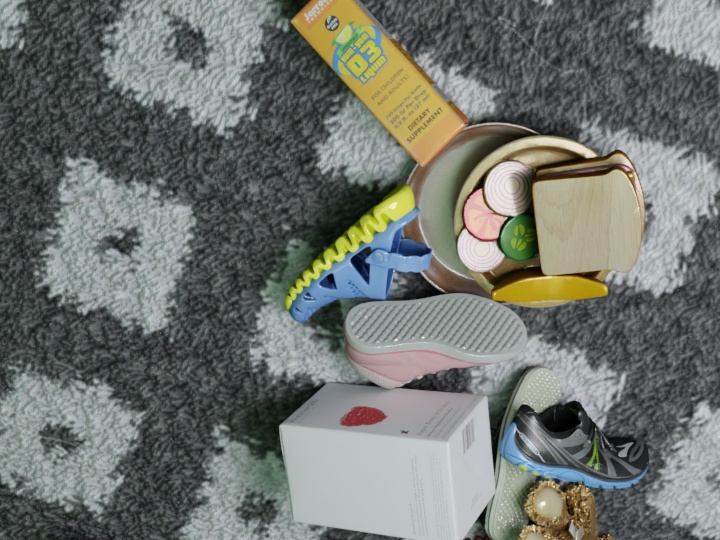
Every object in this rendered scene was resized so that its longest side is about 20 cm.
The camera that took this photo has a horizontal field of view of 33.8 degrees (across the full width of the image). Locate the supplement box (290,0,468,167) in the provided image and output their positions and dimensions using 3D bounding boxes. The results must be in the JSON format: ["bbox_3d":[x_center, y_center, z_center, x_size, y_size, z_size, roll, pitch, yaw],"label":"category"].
[{"bbox_3d":[0.020,-0.201,1.202,0.066,0.069,0.200,-43,89,14],"label":"supplement box"}]

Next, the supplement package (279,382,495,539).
[{"bbox_3d":[0.030,0.204,1.281,0.198,0.121,0.121,2,109,26],"label":"supplement package"}]

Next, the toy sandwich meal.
[{"bbox_3d":[0.196,-0.044,1.224,0.203,0.070,0.207,1,108,2],"label":"toy sandwich meal"}]

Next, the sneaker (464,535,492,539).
[{"bbox_3d":[0.112,0.381,1.400,0.199,0.078,0.082,-27,113,17],"label":"sneaker"}]

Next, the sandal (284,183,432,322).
[{"bbox_3d":[0.000,0.000,1.259,0.200,0.080,0.087,-39,95,28],"label":"sandal"}]

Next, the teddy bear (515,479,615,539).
[{"bbox_3d":[0.224,0.310,1.339,0.066,0.199,0.147,-5,76,34],"label":"teddy bear"}]

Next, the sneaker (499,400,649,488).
[{"bbox_3d":[0.244,0.188,1.299,0.198,0.071,0.084,13,97,-29],"label":"sneaker"}]

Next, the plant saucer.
[{"bbox_3d":[0.141,-0.061,1.274,0.198,0.032,0.202,1,107,2],"label":"plant saucer"}]

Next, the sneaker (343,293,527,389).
[{"bbox_3d":[0.076,0.080,1.294,0.198,0.076,0.105,1,150,-6],"label":"sneaker"}]

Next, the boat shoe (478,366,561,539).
[{"bbox_3d":[0.172,0.203,1.338,0.074,0.062,0.202,13,93,-27],"label":"boat shoe"}]
